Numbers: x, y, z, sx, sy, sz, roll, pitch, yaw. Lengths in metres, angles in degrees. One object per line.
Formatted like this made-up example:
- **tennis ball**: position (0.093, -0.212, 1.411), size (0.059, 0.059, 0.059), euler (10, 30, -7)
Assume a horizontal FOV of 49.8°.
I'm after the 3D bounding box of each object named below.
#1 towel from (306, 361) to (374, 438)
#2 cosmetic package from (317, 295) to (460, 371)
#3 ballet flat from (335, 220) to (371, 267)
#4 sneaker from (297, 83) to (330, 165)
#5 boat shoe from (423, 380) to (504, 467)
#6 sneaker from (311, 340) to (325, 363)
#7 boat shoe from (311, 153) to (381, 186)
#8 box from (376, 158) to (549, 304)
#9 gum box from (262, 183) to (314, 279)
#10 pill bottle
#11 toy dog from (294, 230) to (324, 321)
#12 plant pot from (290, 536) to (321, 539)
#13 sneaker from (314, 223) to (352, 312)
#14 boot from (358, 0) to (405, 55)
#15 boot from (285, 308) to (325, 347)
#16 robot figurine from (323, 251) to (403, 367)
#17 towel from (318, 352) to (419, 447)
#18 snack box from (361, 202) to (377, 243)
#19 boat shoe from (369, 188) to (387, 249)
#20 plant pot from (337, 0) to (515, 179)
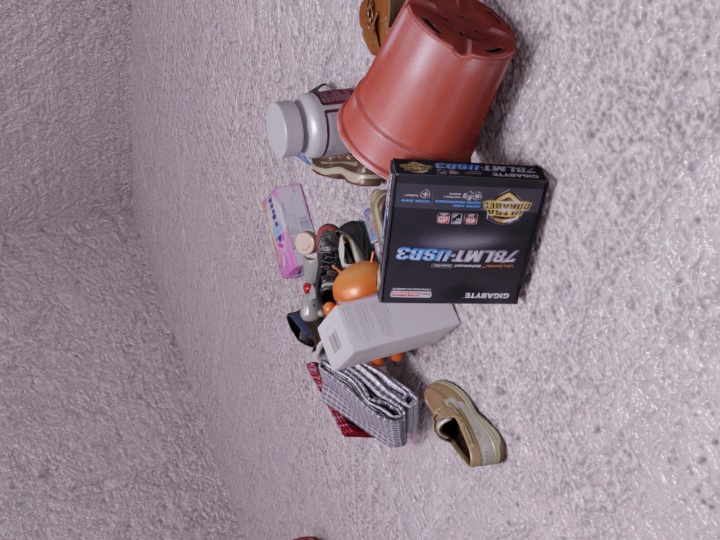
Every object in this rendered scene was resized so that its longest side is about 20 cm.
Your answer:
- **towel**: position (-0.016, 0.261, 1.566), size (0.023, 0.144, 0.200), euler (-55, 46, 22)
- **cosmetic package**: position (0.046, 0.091, 1.263), size (0.085, 0.200, 0.108), euler (68, 152, 17)
- **ballet flat**: position (0.000, 0.000, 1.480), size (0.200, 0.068, 0.068), euler (69, 153, 19)
- **sneaker**: position (-0.089, -0.292, 1.555), size (0.077, 0.076, 0.200), euler (46, 147, 13)
- **boat shoe**: position (0.153, 0.247, 1.266), size (0.200, 0.066, 0.074), euler (40, 136, 54)
- **sneaker**: position (-0.052, 0.132, 1.582), size (0.199, 0.129, 0.080), euler (49, 141, 47)
- **boat shoe**: position (-0.023, -0.208, 1.442), size (0.202, 0.075, 0.075), euler (22, 115, 50)
- **box**: position (0.128, -0.046, 1.025), size (0.050, 0.200, 0.199), euler (-98, 12, -56)
- **gum box**: position (-0.158, -0.084, 1.787), size (0.113, 0.066, 0.200), euler (-32, 72, 64)
- **pill bottle**: position (-0.050, -0.249, 1.311), size (0.110, 0.200, 0.110), euler (40, 136, 54)
- **toy dog**: position (-0.075, 0.007, 1.619), size (0.096, 0.132, 0.200), euler (11, 123, 30)
- **plant pot**: position (-0.150, 0.835, 2.077), size (0.201, 0.200, 0.195), euler (107, 151, -47)
- **sneaker**: position (-0.053, 0.005, 1.518), size (0.098, 0.071, 0.201), euler (-2, -95, -80)
- **boot**: position (0.041, -0.425, 1.192), size (0.155, 0.074, 0.200), euler (-151, 55, -64)
- **boot**: position (-0.092, 0.162, 1.722), size (0.200, 0.097, 0.075), euler (63, 152, 30)
- **robot figurine**: position (0.022, 0.068, 1.388), size (0.144, 0.117, 0.200), euler (-4, 112, 50)
- **towel**: position (0.010, 0.232, 1.419), size (0.200, 0.086, 0.166), euler (32, 160, 20)
- **snack box**: position (0.057, -0.102, 1.361), size (0.200, 0.024, 0.072), euler (-23, 82, 65)
- **boat shoe**: position (0.059, -0.048, 1.308), size (0.076, 0.072, 0.200), euler (38, 145, 56)
- **plant pot**: position (0.094, -0.244, 1.016), size (0.201, 0.200, 0.195), euler (63, 144, 30)
